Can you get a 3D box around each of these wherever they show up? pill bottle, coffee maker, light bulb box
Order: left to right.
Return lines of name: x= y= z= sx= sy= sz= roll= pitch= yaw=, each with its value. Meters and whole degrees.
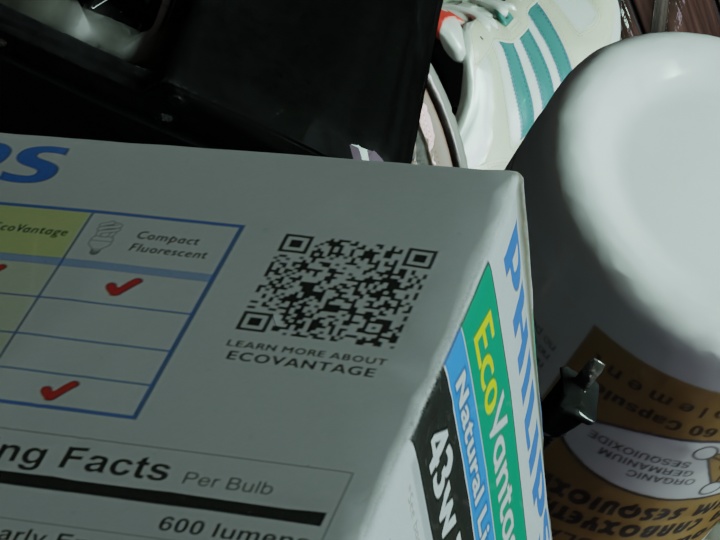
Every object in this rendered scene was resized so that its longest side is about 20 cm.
light bulb box: x=-0.077 y=0.077 z=0.539 sx=0.200 sy=0.197 sz=0.125 roll=-63 pitch=152 yaw=-50
coffee maker: x=-0.022 y=-0.069 z=0.731 sx=0.192 sy=0.134 sz=0.201 roll=40 pitch=45 yaw=-25
pill bottle: x=0.071 y=0.031 z=0.818 sx=0.200 sy=0.114 sz=0.115 roll=121 pitch=-10 yaw=-50

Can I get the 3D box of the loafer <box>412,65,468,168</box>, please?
loafer: x=0.000 y=0.000 z=0.996 sx=0.063 sy=0.072 sz=0.201 roll=-56 pitch=148 yaw=-47

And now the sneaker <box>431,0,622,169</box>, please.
sneaker: x=0.049 y=-0.089 z=1.103 sx=0.200 sy=0.070 sz=0.094 roll=-63 pitch=146 yaw=-32

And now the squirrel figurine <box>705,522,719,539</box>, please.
squirrel figurine: x=0.127 y=0.182 z=1.148 sx=0.200 sy=0.141 sz=0.187 roll=51 pitch=-35 yaw=44
